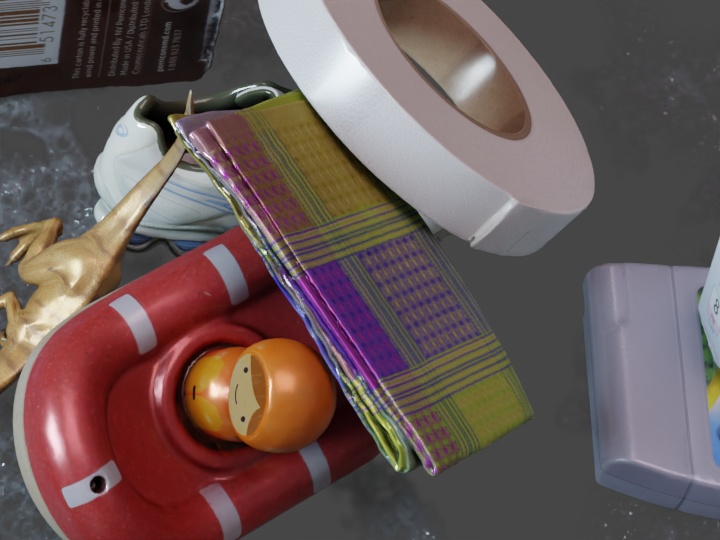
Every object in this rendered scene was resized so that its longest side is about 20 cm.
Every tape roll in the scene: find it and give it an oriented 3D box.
[{"bbox_3d":[0.034,-0.094,1.411,0.203,0.037,0.203,38,25,-21],"label":"tape roll"}]

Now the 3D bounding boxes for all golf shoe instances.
[{"bbox_3d":[-0.031,-0.052,1.405,0.200,0.097,0.078,-4,58,-15],"label":"golf shoe"}]

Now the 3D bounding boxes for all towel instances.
[{"bbox_3d":[0.000,0.000,1.304,0.200,0.023,0.144,56,26,6],"label":"towel"}]

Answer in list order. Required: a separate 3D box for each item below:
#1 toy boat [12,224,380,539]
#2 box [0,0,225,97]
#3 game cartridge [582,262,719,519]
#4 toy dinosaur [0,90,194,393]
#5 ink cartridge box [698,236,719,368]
[{"bbox_3d":[-0.056,0.058,1.294,0.200,0.131,0.131,-30,100,-25],"label":"toy boat"},{"bbox_3d":[-0.165,-0.215,1.437,0.164,0.166,0.200,-6,61,-14],"label":"box"},{"bbox_3d":[0.214,0.064,1.420,0.200,0.040,0.133,3,62,-9],"label":"game cartridge"},{"bbox_3d":[-0.128,-0.004,1.345,0.060,0.106,0.200,36,97,-20],"label":"toy dinosaur"},{"bbox_3d":[0.262,-0.036,1.350,0.162,0.200,0.057,-4,45,-14],"label":"ink cartridge box"}]
